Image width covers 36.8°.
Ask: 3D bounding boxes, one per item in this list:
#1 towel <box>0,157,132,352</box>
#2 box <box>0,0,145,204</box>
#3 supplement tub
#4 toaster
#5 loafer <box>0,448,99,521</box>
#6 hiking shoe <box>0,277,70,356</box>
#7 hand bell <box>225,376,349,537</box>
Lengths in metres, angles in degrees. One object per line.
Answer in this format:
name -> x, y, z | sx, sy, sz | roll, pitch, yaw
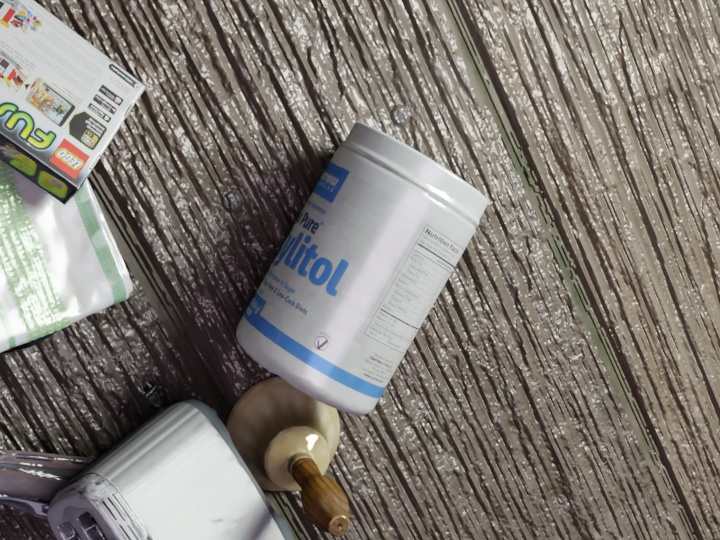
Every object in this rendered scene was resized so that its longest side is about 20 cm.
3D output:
towel -> -0.271, -0.016, 0.778 | 0.199, 0.031, 0.151 | -25, 93, -40
box -> -0.266, -0.152, 0.786 | 0.199, 0.035, 0.111 | 38, 56, -19
supplement tub -> 0.000, 0.000, 0.868 | 0.131, 0.132, 0.202 | 29, 91, -19
toaster -> -0.150, 0.196, 0.841 | 0.129, 0.113, 0.202 | -34, 94, -46
loafer -> -0.286, 0.153, 0.858 | 0.198, 0.072, 0.064 | 24, 74, -24
hiking shoe -> -0.307, 0.044, 0.805 | 0.197, 0.101, 0.077 | -13, 106, -12
hand bell -> -0.042, 0.162, 0.850 | 0.103, 0.200, 0.106 | -3, 102, -15
